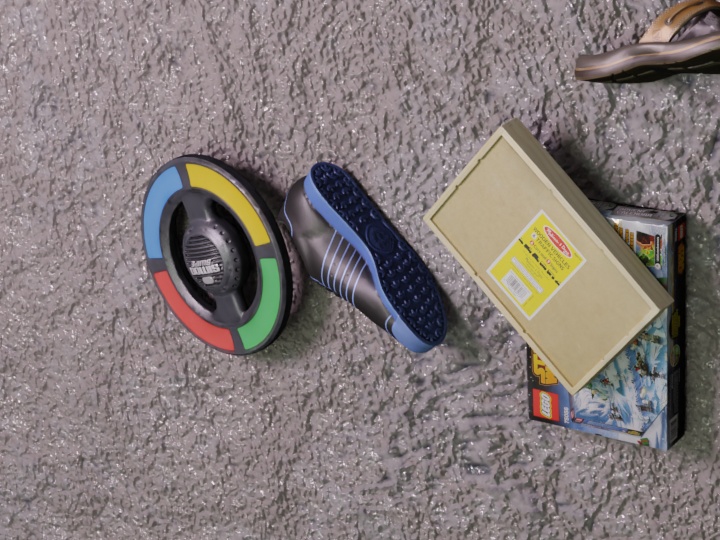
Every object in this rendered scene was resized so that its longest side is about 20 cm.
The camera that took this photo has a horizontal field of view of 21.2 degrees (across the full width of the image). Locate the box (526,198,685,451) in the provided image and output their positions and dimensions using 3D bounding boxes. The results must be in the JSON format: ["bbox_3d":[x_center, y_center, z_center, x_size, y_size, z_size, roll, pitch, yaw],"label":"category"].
[{"bbox_3d":[0.205,0.042,1.619,0.136,0.040,0.202,11,115,32],"label":"box"}]

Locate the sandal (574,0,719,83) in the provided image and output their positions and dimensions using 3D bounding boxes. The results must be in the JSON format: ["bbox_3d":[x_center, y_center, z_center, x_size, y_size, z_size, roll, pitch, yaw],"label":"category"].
[{"bbox_3d":[0.252,-0.180,1.482,0.199,0.081,0.055,-5,84,45],"label":"sandal"}]

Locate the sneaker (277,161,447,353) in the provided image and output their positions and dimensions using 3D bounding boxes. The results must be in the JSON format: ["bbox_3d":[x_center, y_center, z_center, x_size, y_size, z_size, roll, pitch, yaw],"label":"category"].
[{"bbox_3d":[0.000,0.000,1.741,0.201,0.070,0.078,56,133,13],"label":"sneaker"}]

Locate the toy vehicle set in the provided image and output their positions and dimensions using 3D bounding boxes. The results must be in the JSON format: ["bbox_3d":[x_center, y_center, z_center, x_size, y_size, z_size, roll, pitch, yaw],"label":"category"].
[{"bbox_3d":[0.153,-0.010,1.593,0.200,0.026,0.124,50,130,10],"label":"toy vehicle set"}]

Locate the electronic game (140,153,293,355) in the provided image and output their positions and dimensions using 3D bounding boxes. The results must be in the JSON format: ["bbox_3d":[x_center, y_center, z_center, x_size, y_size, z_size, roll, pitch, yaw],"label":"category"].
[{"bbox_3d":[-0.139,-0.014,1.838,0.199,0.041,0.202,22,124,36],"label":"electronic game"}]
